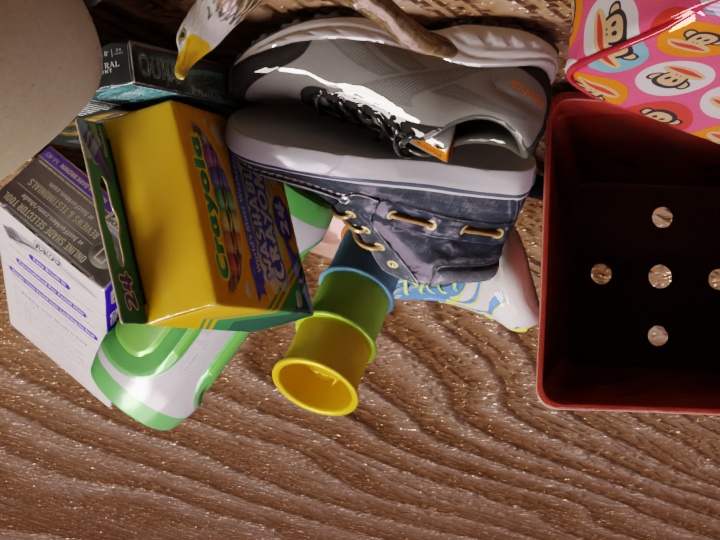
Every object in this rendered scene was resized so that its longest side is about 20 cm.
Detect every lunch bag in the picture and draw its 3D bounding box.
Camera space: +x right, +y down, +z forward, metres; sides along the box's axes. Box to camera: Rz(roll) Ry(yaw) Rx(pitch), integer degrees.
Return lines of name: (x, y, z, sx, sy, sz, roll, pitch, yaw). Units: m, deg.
lunch bag: (0.227, -0.132, 1.262, 0.199, 0.082, 0.176, 15, 159, -35)

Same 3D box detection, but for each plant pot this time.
plant pot: (0.211, -0.003, 1.551, 0.199, 0.201, 0.176, 3, 176, -1)

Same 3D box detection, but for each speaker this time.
speaker: (-0.102, 0.012, 1.615, 0.088, 0.200, 0.088, 35, -166, -10)

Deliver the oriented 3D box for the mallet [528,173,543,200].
mallet: (0.088, -0.057, 1.574, 0.041, 0.066, 0.200, -10, 161, 32)

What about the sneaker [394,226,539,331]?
sneaker: (0.060, 0.005, 1.594, 0.105, 0.076, 0.200, -17, -166, -2)

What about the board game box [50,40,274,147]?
board game box: (-0.148, -0.104, 1.421, 0.135, 0.028, 0.200, -10, 174, 23)

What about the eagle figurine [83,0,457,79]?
eagle figurine: (-0.066, -0.165, 1.172, 0.200, 0.151, 0.152, 30, 148, 54)

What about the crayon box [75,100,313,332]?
crayon box: (-0.096, -0.030, 1.414, 0.051, 0.126, 0.200, -16, 173, 18)

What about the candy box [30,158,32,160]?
candy box: (-0.289, -0.121, 1.427, 0.116, 0.057, 0.200, -2, 162, 14)

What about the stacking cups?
stacking cups: (0.000, 0.000, 1.548, 0.060, 0.201, 0.061, 14, 145, 10)

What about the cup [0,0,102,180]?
cup: (-0.253, -0.099, 1.198, 0.200, 0.144, 0.201, 22, 149, 14)

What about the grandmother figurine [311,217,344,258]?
grandmother figurine: (-0.045, -0.036, 1.693, 0.199, 0.061, 0.122, 12, 130, -21)

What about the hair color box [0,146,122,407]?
hair color box: (-0.203, 0.008, 1.695, 0.109, 0.065, 0.200, 38, 158, 14)

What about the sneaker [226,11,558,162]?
sneaker: (0.018, -0.106, 1.391, 0.199, 0.080, 0.074, 3, 166, 4)

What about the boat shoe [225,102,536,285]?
boat shoe: (0.007, -0.043, 1.445, 0.199, 0.091, 0.071, 8, -152, -16)
